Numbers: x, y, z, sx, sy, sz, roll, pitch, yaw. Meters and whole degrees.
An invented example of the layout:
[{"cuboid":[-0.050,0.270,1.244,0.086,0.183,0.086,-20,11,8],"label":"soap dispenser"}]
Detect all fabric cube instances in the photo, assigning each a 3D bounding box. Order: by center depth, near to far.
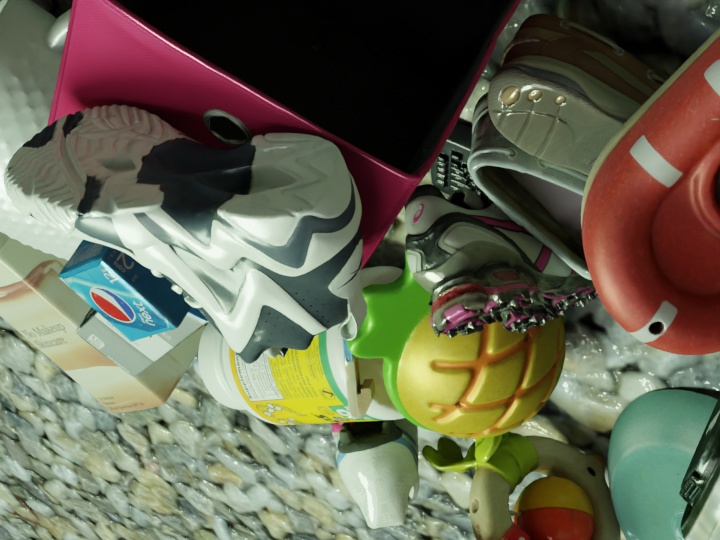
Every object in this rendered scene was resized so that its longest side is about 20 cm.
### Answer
[{"cuboid":[-0.039,-0.123,0.895,0.195,0.201,0.200,31,151,-2],"label":"fabric cube"}]

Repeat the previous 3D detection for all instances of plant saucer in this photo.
[{"cuboid":[0.249,0.182,1.184,0.199,0.036,0.202,32,139,33],"label":"plant saucer"}]

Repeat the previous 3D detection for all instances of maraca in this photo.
[{"cuboid":[0.069,0.044,1.118,0.200,0.137,0.107,42,-177,-47],"label":"maraca"}]

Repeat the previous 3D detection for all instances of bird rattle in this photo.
[{"cuboid":[0.129,0.187,1.239,0.161,0.202,0.113,11,139,-22],"label":"bird rattle"}]

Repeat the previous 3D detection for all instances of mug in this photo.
[{"cuboid":[-0.200,-0.104,1.159,0.175,0.148,0.200,35,121,-18],"label":"mug"}]

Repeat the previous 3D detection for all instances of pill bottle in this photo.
[{"cuboid":[-0.036,0.062,1.265,0.199,0.113,0.113,-9,132,49],"label":"pill bottle"}]

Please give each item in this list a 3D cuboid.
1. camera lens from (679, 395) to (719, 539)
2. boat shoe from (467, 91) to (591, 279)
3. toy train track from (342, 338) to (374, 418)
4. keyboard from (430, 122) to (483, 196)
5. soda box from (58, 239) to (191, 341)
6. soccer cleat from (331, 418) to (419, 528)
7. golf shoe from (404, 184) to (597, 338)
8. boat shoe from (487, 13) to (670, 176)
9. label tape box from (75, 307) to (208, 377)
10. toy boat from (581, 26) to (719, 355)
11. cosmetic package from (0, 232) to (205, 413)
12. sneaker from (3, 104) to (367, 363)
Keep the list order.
[{"cuboid":[0.306,0.136,1.005,0.198,0.161,0.161,26,151,10],"label":"camera lens"},{"cuboid":[0.138,-0.025,0.961,0.074,0.065,0.202,-26,123,40],"label":"boat shoe"},{"cuboid":[0.000,0.000,1.117,0.032,0.115,0.203,-3,102,7],"label":"toy train track"},{"cuboid":[0.131,-0.033,1.038,0.198,0.040,0.104,23,151,13],"label":"keyboard"},{"cuboid":[-0.107,-0.054,1.062,0.068,0.201,0.064,43,149,-21],"label":"soda box"},{"cuboid":[0.013,0.151,1.299,0.069,0.087,0.200,-12,-176,6],"label":"soccer cleat"},{"cuboid":[0.092,-0.012,1.013,0.072,0.093,0.199,-27,165,24],"label":"golf shoe"},{"cuboid":[0.162,-0.078,0.910,0.199,0.072,0.076,31,143,-22],"label":"boat shoe"},{"cuboid":[-0.116,-0.017,1.189,0.063,0.145,0.200,39,150,-10],"label":"label tape box"},{"cuboid":[0.200,-0.034,0.806,0.130,0.131,0.200,33,117,-18],"label":"toy boat"},{"cuboid":[-0.243,0.028,1.434,0.200,0.088,0.103,44,150,-21],"label":"cosmetic package"},{"cuboid":[-0.081,-0.008,0.824,0.197,0.080,0.130,3,135,24],"label":"sneaker"}]
